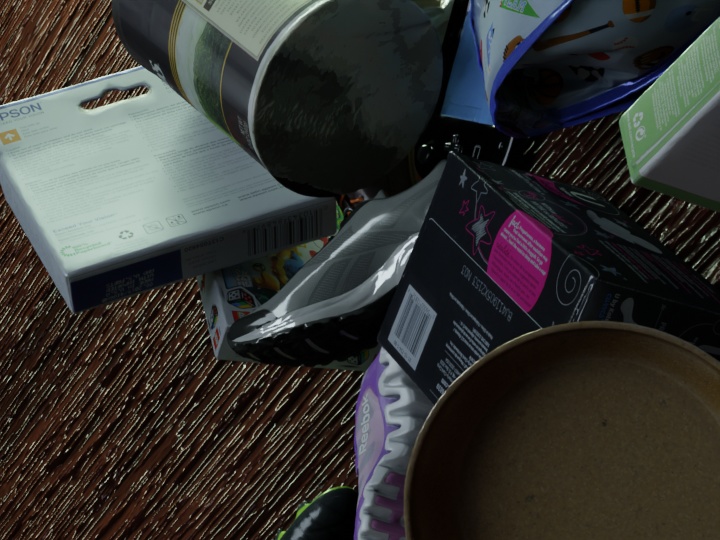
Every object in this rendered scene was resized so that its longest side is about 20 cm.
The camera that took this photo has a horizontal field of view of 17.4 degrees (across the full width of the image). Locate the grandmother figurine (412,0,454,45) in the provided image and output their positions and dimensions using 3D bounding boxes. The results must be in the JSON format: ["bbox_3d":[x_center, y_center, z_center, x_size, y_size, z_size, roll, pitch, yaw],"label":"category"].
[{"bbox_3d":[0.002,-0.230,1.630,0.060,0.201,0.121,-32,2,28],"label":"grandmother figurine"}]

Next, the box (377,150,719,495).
[{"bbox_3d":[0.112,0.036,1.324,0.133,0.114,0.200,-69,27,14],"label":"box"}]

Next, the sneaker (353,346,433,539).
[{"bbox_3d":[0.028,0.125,1.486,0.088,0.080,0.201,-41,36,54],"label":"sneaker"}]

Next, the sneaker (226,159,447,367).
[{"bbox_3d":[0.000,0.000,1.521,0.199,0.074,0.080,-29,64,13],"label":"sneaker"}]

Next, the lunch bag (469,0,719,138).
[{"bbox_3d":[0.139,-0.194,1.384,0.200,0.123,0.171,-40,44,37],"label":"lunch bag"}]

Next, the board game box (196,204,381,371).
[{"bbox_3d":[-0.055,-0.011,1.648,0.201,0.125,0.035,-108,31,-46],"label":"board game box"}]

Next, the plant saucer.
[{"bbox_3d":[0.122,0.120,1.207,0.035,0.199,0.201,-67,-1,-76],"label":"plant saucer"}]

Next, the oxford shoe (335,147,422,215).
[{"bbox_3d":[0.009,-0.037,1.599,0.071,0.072,0.201,-47,38,41],"label":"oxford shoe"}]

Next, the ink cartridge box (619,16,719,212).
[{"bbox_3d":[0.239,-0.092,1.112,0.200,0.145,0.048,-47,37,42],"label":"ink cartridge box"}]

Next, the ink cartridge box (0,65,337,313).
[{"bbox_3d":[-0.144,-0.067,1.631,0.200,0.199,0.041,-124,24,-44],"label":"ink cartridge box"}]

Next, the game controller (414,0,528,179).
[{"bbox_3d":[0.091,-0.149,1.538,0.104,0.042,0.201,17,92,63],"label":"game controller"}]

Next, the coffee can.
[{"bbox_3d":[-0.058,-0.157,1.574,0.200,0.146,0.147,41,113,46],"label":"coffee can"}]

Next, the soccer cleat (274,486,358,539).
[{"bbox_3d":[-0.036,0.238,1.569,0.081,0.067,0.201,43,117,41],"label":"soccer cleat"}]
